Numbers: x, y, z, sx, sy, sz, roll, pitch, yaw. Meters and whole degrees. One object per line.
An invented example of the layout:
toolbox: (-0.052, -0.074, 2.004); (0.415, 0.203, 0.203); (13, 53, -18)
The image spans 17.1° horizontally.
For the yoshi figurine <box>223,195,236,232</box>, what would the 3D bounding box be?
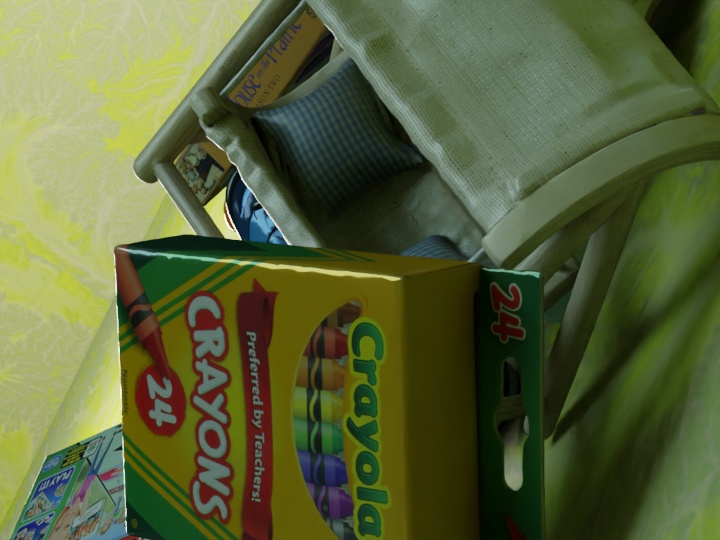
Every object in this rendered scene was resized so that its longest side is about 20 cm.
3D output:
yoshi figurine: (-0.027, 0.033, 1.282); (0.112, 0.113, 0.200); (-42, 45, -5)

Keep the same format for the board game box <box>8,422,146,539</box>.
board game box: (-0.120, 0.131, 1.235); (0.199, 0.029, 0.135); (-26, 33, 43)

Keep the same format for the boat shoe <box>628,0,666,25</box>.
boat shoe: (0.114, -0.146, 1.163); (0.073, 0.063, 0.200); (-34, 14, 34)

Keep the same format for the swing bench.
swing bench: (0.029, -0.053, 1.035); (0.199, 0.129, 0.201); (53, 132, 28)

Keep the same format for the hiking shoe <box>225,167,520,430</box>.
hiking shoe: (0.000, 0.000, 1.178); (0.074, 0.200, 0.087); (-47, -27, 0)

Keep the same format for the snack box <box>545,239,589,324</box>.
snack box: (0.095, -0.044, 1.210); (0.117, 0.037, 0.200); (-64, 10, 3)

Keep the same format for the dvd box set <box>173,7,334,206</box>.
dvd box set: (-0.015, -0.127, 1.224); (0.146, 0.029, 0.200); (-46, -2, -35)

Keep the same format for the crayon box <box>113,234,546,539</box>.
crayon box: (-0.016, 0.055, 0.971); (0.199, 0.051, 0.128); (4, 100, 42)
